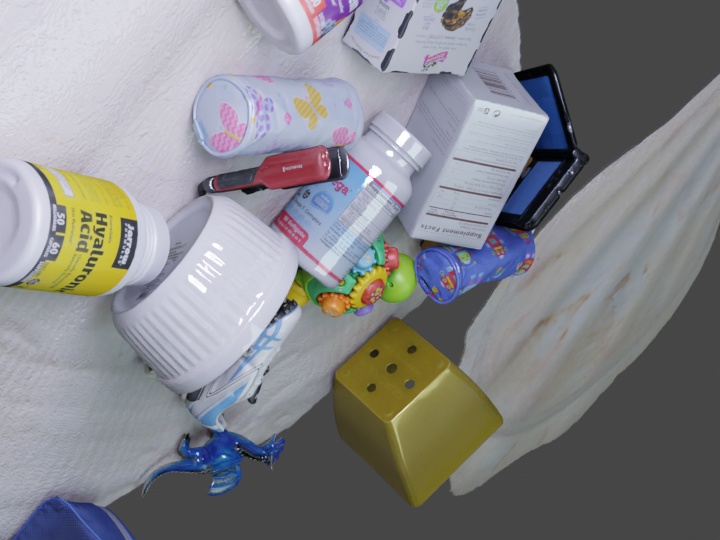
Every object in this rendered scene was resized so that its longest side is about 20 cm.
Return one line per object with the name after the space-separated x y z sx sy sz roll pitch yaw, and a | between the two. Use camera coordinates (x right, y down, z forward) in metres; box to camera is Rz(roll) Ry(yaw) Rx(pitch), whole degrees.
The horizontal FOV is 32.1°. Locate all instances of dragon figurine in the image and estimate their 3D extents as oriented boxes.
-0.192 0.259 1.673 0.199 0.099 0.059 -30 148 -33 | dragon figurine

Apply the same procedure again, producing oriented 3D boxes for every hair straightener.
-0.090 -0.094 1.307 0.198 0.042 0.077 -14 176 35 | hair straightener

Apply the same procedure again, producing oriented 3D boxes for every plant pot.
0.071 0.196 1.907 0.200 0.199 0.177 -41 141 -14 | plant pot

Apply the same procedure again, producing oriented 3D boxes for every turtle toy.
0.000 0.000 1.619 0.199 0.101 0.147 -1 128 -56 | turtle toy

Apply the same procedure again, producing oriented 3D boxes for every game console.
0.209 -0.156 1.614 0.177 0.116 0.200 -52 -172 0 | game console

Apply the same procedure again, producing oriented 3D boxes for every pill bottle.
-0.019 -0.305 1.172 0.200 0.111 0.112 -42 153 -13 | pill bottle
-0.009 -0.087 1.482 0.201 0.109 0.109 -50 154 2 | pill bottle
-0.268 -0.034 1.154 0.112 0.111 0.199 -55 154 14 | pill bottle

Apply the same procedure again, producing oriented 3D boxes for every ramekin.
-0.167 0.016 1.290 0.105 0.200 0.201 42 89 -22 | ramekin

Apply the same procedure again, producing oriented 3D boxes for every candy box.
0.090 -0.318 1.368 0.167 0.071 0.202 -10 134 -52 | candy box

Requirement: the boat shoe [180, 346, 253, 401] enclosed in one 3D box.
-0.154 0.084 1.513 0.202 0.062 0.073 -60 -171 16 | boat shoe

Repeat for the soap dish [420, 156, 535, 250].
0.182 -0.080 1.815 0.199 0.081 0.159 -24 145 -41 | soap dish

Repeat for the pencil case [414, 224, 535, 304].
0.156 -0.013 1.689 0.199 0.079 0.087 -19 160 -46 | pencil case

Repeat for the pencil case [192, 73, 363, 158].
-0.083 -0.160 1.302 0.090 0.085 0.199 -12 178 36 | pencil case

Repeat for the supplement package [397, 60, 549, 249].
0.126 -0.146 1.563 0.116 0.117 0.202 7 124 -30 | supplement package

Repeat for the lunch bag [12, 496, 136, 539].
-0.365 0.391 1.542 0.200 0.136 0.132 -48 153 1 | lunch bag

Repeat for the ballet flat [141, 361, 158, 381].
-0.195 0.055 1.441 0.071 0.072 0.202 -5 131 -54 | ballet flat

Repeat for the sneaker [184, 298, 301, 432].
-0.138 0.119 1.585 0.200 0.072 0.072 -48 -167 9 | sneaker
